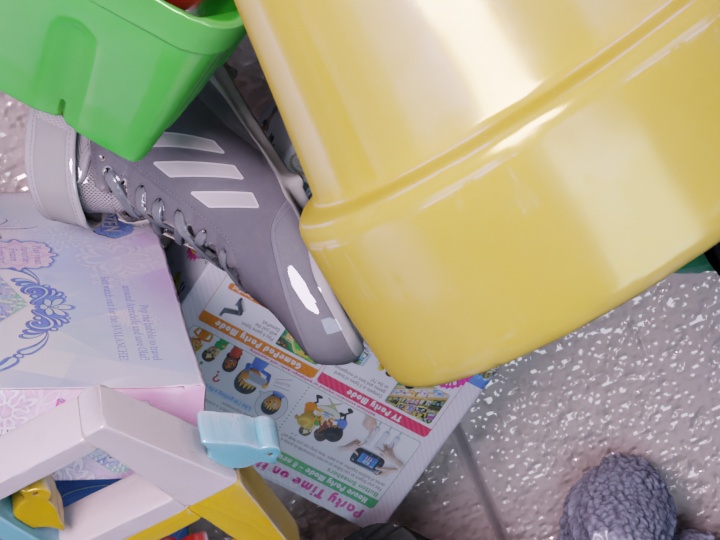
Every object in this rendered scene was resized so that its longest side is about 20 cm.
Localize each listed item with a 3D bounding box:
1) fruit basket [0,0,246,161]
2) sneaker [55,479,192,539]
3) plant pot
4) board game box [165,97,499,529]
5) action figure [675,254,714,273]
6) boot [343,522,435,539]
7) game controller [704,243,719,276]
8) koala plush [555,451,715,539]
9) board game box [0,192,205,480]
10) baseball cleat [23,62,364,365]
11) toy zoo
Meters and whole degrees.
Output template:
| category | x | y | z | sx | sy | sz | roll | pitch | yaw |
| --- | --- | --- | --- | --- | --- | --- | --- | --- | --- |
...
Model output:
| category | x | y | z | sx | sy | sz | roll | pitch | yaw |
| --- | --- | --- | --- | --- | --- | --- | --- | --- | --- |
| fruit basket | -0.100 | -0.175 | 0.856 | 0.214 | 0.156 | 0.217 | 12 | 126 | 17 |
| sneaker | -0.147 | 0.095 | 1.027 | 0.200 | 0.075 | 0.106 | 23 | 71 | -48 |
| plant pot | 0.041 | -0.094 | 0.773 | 0.200 | 0.201 | 0.189 | -34 | 99 | 6 |
| board game box | 0.000 | 0.000 | 1.035 | 0.147 | 0.064 | 0.200 | 29 | 107 | -24 |
| action figure | 0.163 | -0.039 | 1.017 | 0.199 | 0.055 | 0.119 | 7 | 112 | -50 |
| boot | -0.007 | 0.180 | 1.117 | 0.199 | 0.068 | 0.130 | -24 | 153 | 30 |
| game controller | 0.202 | -0.071 | 0.987 | 0.104 | 0.042 | 0.201 | 39 | 66 | -29 |
| koala plush | 0.176 | 0.221 | 1.108 | 0.176 | 0.200 | 0.185 | 11 | 114 | -18 |
| board game box | -0.172 | 0.022 | 0.930 | 0.197 | 0.200 | 0.044 | -1 | 113 | -11 |
| baseball cleat | -0.071 | -0.026 | 0.942 | 0.106 | 0.201 | 0.070 | -29 | 146 | -1 |
| toy zoo | -0.113 | 0.105 | 0.872 | 0.199 | 0.021 | 0.131 | -27 | 140 | 19 |
